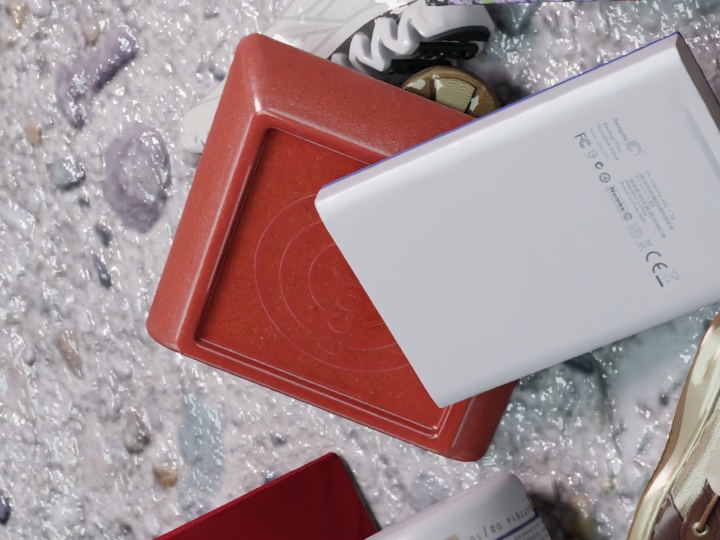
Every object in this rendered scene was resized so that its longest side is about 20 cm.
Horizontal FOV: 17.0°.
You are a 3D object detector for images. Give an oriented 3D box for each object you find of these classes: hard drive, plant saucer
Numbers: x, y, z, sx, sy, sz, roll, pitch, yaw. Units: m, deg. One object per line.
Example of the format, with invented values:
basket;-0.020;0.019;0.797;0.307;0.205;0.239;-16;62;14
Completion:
hard drive;0.095;-0.021;1.186;0.200;0.025;0.132;-23;112;24
plant saucer;0.000;0.000;1.256;0.200;0.037;0.200;22;122;1

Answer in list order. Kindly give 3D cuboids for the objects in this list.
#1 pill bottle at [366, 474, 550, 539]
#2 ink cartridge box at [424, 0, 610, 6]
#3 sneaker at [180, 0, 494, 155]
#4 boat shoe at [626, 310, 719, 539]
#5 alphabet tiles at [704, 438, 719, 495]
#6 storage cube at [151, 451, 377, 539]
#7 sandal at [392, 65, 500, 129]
pill bottle;0.073;0.220;1.265;0.120;0.120;0.200;-30;85;39
ink cartridge box;0.138;-0.155;1.119;0.200;0.109;0.050;3;105;36
sneaker;-0.020;-0.119;1.281;0.200;0.075;0.081;-27;77;33
boat shoe;0.186;0.113;1.191;0.072;0.072;0.200;27;112;29
alphabet tiles;0.267;0.108;1.122;0.200;0.015;0.196;28;120;5
storage cube;-0.080;0.231;1.355;0.200;0.180;0.171;-36;81;39
sandal;0.008;-0.038;1.286;0.080;0.054;0.200;36;121;-9
